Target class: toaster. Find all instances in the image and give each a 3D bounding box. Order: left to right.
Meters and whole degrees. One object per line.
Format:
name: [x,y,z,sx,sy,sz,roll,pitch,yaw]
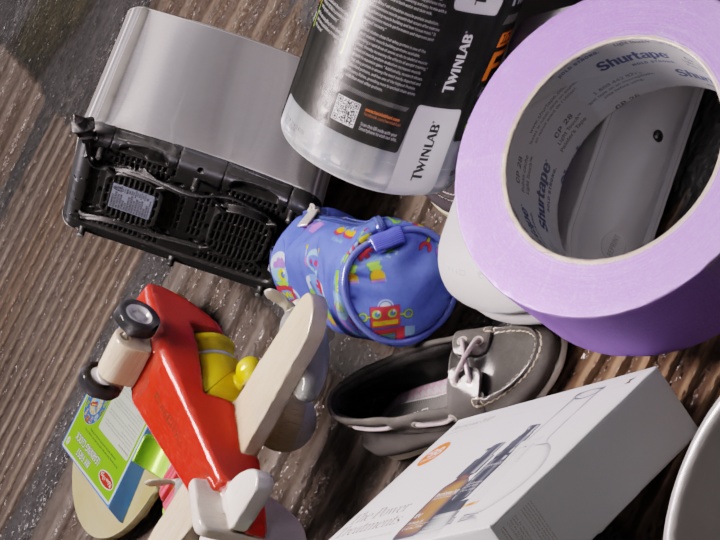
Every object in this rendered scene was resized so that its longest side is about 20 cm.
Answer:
toaster: [-0.112,-0.085,1.949,0.200,0.181,0.119,115,171,-66]

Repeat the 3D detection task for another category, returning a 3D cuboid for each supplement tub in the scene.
supplement tub: [0.034,-0.158,1.719,0.123,0.122,0.200,-117,42,-59]

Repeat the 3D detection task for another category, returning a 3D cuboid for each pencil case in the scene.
pencil case: [0.000,0.000,1.801,0.078,0.087,0.200,-24,10,-14]

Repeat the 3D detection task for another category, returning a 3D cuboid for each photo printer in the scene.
photo printer: [0.126,-0.063,1.656,0.166,0.069,0.200,-4,63,62]

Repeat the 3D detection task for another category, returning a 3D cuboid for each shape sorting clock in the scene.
shape sorting clock: [-0.173,0.112,2.116,0.200,0.039,0.200,-41,36,40]

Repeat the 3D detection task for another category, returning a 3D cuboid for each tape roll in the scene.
tape roll: [0.154,-0.056,1.515,0.200,0.066,0.200,-15,60,28]

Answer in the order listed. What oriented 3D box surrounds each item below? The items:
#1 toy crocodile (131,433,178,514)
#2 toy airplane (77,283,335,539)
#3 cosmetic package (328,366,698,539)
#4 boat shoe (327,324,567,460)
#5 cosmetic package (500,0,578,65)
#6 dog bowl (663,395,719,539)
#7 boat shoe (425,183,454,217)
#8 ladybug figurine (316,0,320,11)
toy crocodile: [-0.111,0.171,1.921,0.068,0.062,0.200,-58,27,16]
toy airplane: [-0.081,0.108,1.792,0.200,0.141,0.199,0,91,49]
cosmetic package: [0.075,0.130,1.533,0.151,0.052,0.200,-38,10,-33]
boat shoe: [0.050,0.074,1.702,0.200,0.057,0.067,-27,43,52]
cosmetic package: [0.105,-0.230,1.804,0.200,0.108,0.085,-50,29,27]
dog bowl: [0.223,0.118,1.332,0.200,0.059,0.200,-43,34,38]
boat shoe: [0.043,-0.091,1.849,0.072,0.065,0.200,-58,27,13]
ladybug figurine: [0.030,-0.201,1.961,0.200,0.072,0.136,-36,39,47]
